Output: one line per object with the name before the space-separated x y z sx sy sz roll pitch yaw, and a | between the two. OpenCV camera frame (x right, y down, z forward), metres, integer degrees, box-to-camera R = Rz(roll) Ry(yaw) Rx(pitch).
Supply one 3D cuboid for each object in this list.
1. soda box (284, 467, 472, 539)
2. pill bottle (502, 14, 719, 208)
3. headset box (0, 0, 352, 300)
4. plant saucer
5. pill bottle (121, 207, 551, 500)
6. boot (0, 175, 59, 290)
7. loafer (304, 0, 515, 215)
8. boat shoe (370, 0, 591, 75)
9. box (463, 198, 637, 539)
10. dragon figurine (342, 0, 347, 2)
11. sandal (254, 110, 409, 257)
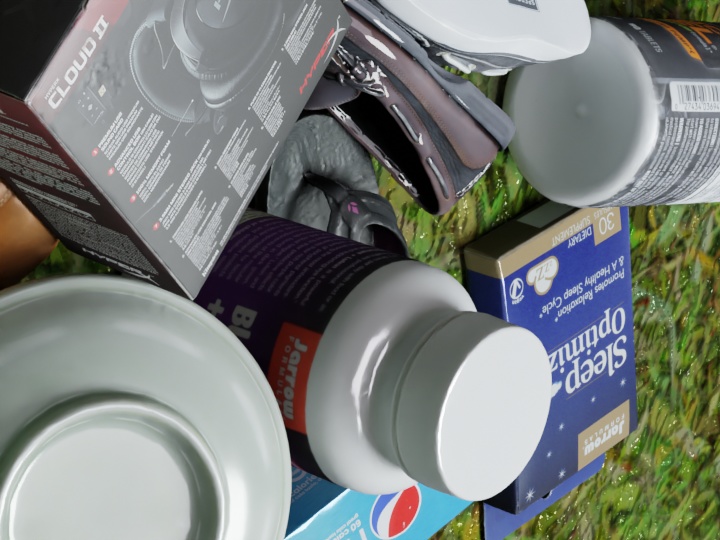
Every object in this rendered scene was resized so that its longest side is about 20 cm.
soda box | -0.029 0.131 1.320 0.200 0.064 0.068 -36 131 -22
pill bottle | 0.179 -0.090 1.475 0.200 0.106 0.106 -4 107 -50
headset box | -0.095 -0.101 1.052 0.149 0.077 0.200 -62 151 -14
plant saucer | -0.115 0.102 1.106 0.200 0.050 0.200 -4 99 -24
pill bottle | -0.013 0.041 1.220 0.111 0.200 0.112 -21 119 -44
boot | -0.197 -0.045 1.081 0.155 0.077 0.200 -59 147 -10
loafer | -0.002 -0.092 1.273 0.200 0.072 0.063 34 83 -39
boat shoe | 0.043 -0.136 1.324 0.200 0.068 0.072 3 68 -58
box | 0.114 0.057 1.514 0.121 0.032 0.200 -30 127 -40
dragon figurine | 0.012 -0.181 1.149 0.200 0.059 0.100 -54 133 -64
sandal | 0.001 0.000 1.342 0.075 0.048 0.201 -46 134 -29
